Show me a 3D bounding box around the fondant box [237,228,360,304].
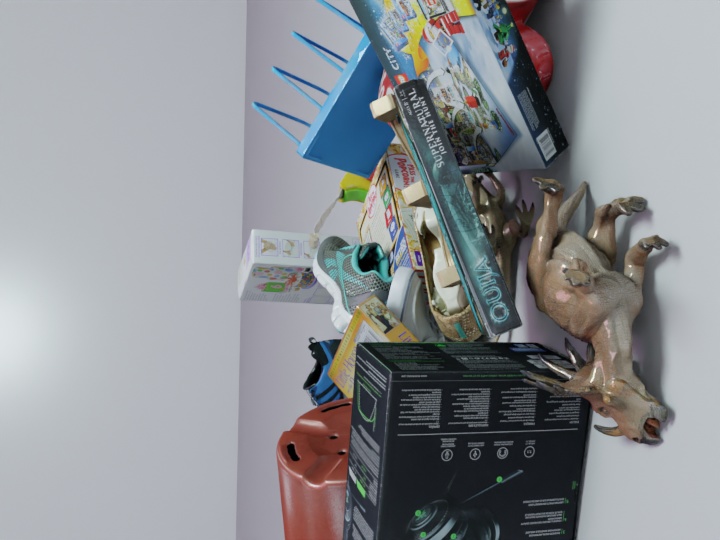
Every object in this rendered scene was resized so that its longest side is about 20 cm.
[{"bbox_3d":[-0.077,-0.001,1.163,0.144,0.199,0.059,125,144,-61],"label":"fondant box"}]

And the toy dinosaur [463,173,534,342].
[{"bbox_3d":[0.131,-0.029,0.734,0.101,0.058,0.201,88,171,-73],"label":"toy dinosaur"}]

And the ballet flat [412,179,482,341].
[{"bbox_3d":[0.091,-0.025,0.803,0.065,0.070,0.201,43,-149,-61],"label":"ballet flat"}]

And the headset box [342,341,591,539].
[{"bbox_3d":[0.082,0.166,0.626,0.093,0.173,0.202,-152,64,-72],"label":"headset box"}]

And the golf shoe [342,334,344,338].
[{"bbox_3d":[0.005,0.079,1.099,0.092,0.075,0.201,-108,26,-58],"label":"golf shoe"}]

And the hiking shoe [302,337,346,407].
[{"bbox_3d":[-0.055,0.203,1.259,0.074,0.086,0.202,-143,57,-71],"label":"hiking shoe"}]

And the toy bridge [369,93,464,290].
[{"bbox_3d":[0.067,-0.074,0.753,0.027,0.067,0.201,-25,80,24],"label":"toy bridge"}]

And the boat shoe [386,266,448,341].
[{"bbox_3d":[0.069,0.087,0.842,0.074,0.065,0.201,-58,-32,-52],"label":"boat shoe"}]

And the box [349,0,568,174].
[{"bbox_3d":[0.080,-0.177,0.658,0.136,0.038,0.201,6,133,55],"label":"box"}]

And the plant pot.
[{"bbox_3d":[0.005,0.245,0.755,0.201,0.199,0.197,-132,31,-68],"label":"plant pot"}]

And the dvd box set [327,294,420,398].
[{"bbox_3d":[0.053,0.139,0.792,0.200,0.029,0.147,45,144,18],"label":"dvd box set"}]

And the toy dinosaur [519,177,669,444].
[{"bbox_3d":[0.157,0.018,0.563,0.201,0.085,0.136,-97,11,-49],"label":"toy dinosaur"}]

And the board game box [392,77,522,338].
[{"bbox_3d":[0.077,-0.045,0.626,0.135,0.028,0.201,24,-135,-83],"label":"board game box"}]

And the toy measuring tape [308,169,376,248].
[{"bbox_3d":[0.002,-0.100,1.065,0.201,0.073,0.074,-60,2,-29],"label":"toy measuring tape"}]

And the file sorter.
[{"bbox_3d":[-0.013,-0.233,0.890,0.123,0.138,0.201,42,108,27],"label":"file sorter"}]

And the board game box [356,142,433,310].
[{"bbox_3d":[0.046,-0.033,0.948,0.152,0.046,0.201,112,155,-49],"label":"board game box"}]

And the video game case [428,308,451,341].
[{"bbox_3d":[0.079,0.057,0.936,0.143,0.018,0.201,-116,32,-60],"label":"video game case"}]

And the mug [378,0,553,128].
[{"bbox_3d":[0.090,-0.211,0.743,0.200,0.132,0.179,111,158,-56],"label":"mug"}]

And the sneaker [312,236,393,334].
[{"bbox_3d":[0.000,0.000,0.923,0.092,0.077,0.200,-64,28,22],"label":"sneaker"}]
